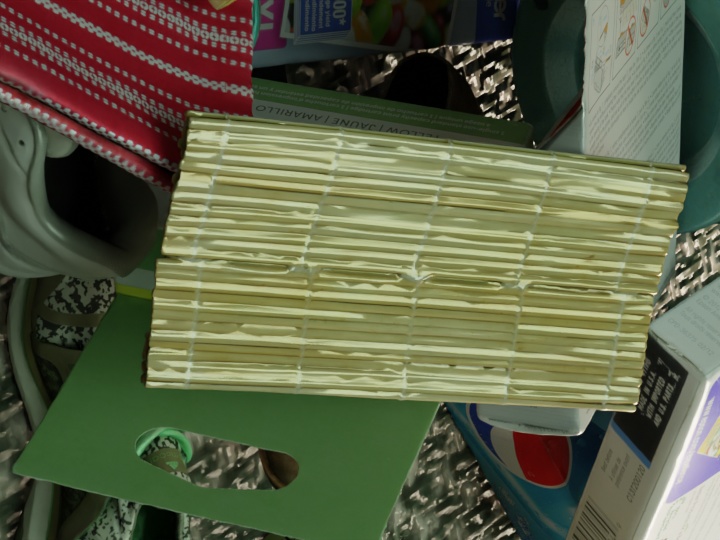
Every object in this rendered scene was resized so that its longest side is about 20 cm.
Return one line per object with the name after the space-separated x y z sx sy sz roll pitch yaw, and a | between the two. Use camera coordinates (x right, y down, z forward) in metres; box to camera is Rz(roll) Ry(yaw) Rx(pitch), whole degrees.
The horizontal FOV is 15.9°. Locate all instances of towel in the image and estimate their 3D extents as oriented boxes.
-0.088 -0.127 0.889 0.144 0.022 0.201 28 46 -34 | towel

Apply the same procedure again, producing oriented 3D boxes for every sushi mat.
0.021 0.000 0.894 0.199 0.012 0.096 5 109 -26 | sushi mat

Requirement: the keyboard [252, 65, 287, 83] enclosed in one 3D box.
-0.057 -0.148 1.066 0.127 0.021 0.201 -23 114 -36 | keyboard

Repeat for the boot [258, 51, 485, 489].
0.000 0.000 1.097 0.075 0.073 0.201 69 38 -72 | boot

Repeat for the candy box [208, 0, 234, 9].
-0.011 -0.188 0.935 0.117 0.056 0.200 55 44 -4 | candy box

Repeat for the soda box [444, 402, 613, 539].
0.085 0.056 1.207 0.068 0.064 0.200 -46 125 -25 | soda box

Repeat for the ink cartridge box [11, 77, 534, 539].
-0.030 0.008 0.969 0.200 0.145 0.048 -62 157 -47 | ink cartridge box

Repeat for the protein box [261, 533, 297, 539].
-0.013 0.231 1.063 0.198 0.200 0.135 -37 122 -30 | protein box

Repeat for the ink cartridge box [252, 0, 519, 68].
0.007 -0.152 1.083 0.199 0.042 0.120 -11 106 -42 | ink cartridge box

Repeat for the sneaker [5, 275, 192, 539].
-0.088 0.067 1.036 0.077 0.088 0.201 -9 105 -40 | sneaker

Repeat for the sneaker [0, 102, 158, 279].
-0.120 -0.081 0.895 0.078 0.099 0.200 -43 123 -25 | sneaker

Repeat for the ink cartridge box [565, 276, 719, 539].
0.187 0.048 1.152 0.200 0.043 0.198 -29 152 -28 | ink cartridge box

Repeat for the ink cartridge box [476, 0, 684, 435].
0.087 -0.060 0.992 0.161 0.050 0.201 -49 141 -59 | ink cartridge box

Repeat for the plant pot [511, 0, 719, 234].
0.173 -0.105 1.142 0.188 0.199 0.201 -28 117 -44 | plant pot

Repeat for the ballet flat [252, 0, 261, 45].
-0.108 -0.157 0.982 0.067 0.064 0.200 -46 118 -18 | ballet flat
